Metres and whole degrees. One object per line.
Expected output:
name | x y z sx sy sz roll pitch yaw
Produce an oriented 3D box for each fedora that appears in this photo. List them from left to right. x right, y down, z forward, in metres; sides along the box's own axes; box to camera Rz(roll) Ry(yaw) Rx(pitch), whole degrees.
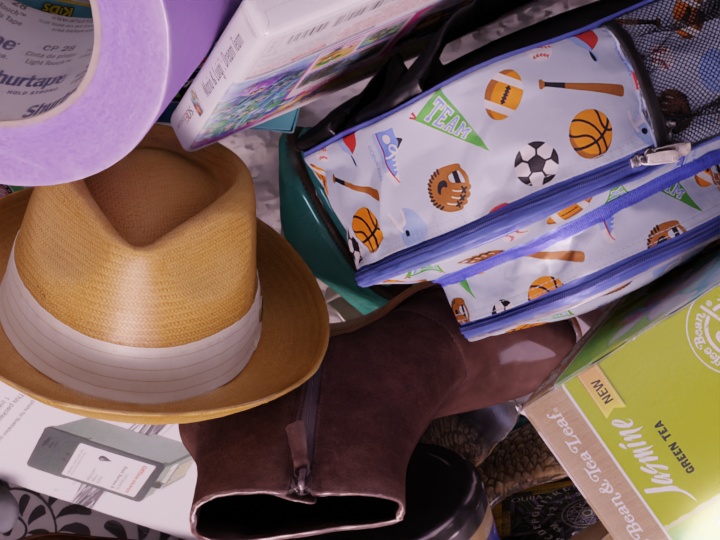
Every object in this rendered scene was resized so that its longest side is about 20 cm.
fedora | -0.100 -0.011 1.290 0.200 0.201 0.082 2 123 -14

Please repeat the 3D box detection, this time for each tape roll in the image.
tape roll | -0.152 -0.140 1.188 0.200 0.085 0.200 15 133 16

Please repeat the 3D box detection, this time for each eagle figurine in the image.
eagle figurine | 0.053 0.113 1.502 0.151 0.152 0.200 36 111 9

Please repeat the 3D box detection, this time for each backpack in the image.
backpack | 0.077 -0.051 1.281 0.190 0.154 0.200 -15 170 -32

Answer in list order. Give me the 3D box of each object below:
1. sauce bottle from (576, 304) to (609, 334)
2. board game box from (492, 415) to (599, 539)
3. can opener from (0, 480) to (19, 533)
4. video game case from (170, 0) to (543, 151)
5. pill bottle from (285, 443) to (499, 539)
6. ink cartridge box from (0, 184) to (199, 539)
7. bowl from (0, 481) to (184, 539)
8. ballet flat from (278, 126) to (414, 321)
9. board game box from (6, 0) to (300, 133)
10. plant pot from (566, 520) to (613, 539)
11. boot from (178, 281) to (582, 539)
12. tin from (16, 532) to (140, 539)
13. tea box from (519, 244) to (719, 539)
sauce bottle | 0.142 0.039 1.529 0.200 0.066 0.066 29 126 -36
board game box | 0.103 0.131 1.648 0.200 0.028 0.135 -1 137 -10
can opener | -0.229 0.098 1.424 0.066 0.200 0.053 8 106 -33
video game case | 0.022 -0.120 1.239 0.200 0.024 0.182 -25 174 -18
pill bottle | 0.030 0.197 1.416 0.112 0.112 0.200 -15 116 5
ink cartridge box | -0.139 0.037 1.407 0.200 0.146 0.084 21 127 -32
bowl | -0.135 0.125 1.505 0.200 0.201 0.094 16 105 -26
ballet flat | 0.000 0.000 1.457 0.070 0.067 0.200 -23 137 28
board game box | -0.083 -0.153 1.281 0.151 0.047 0.200 3 137 -16
plant pot | 0.076 0.200 1.579 0.200 0.028 0.200 -35 176 -2
boot | 0.014 0.073 1.315 0.200 0.166 0.072 -4 118 -3
tin | -0.109 0.193 1.412 0.200 0.042 0.112 7 93 -29
tea box | 0.208 0.037 1.295 0.197 0.200 0.134 -36 92 25
